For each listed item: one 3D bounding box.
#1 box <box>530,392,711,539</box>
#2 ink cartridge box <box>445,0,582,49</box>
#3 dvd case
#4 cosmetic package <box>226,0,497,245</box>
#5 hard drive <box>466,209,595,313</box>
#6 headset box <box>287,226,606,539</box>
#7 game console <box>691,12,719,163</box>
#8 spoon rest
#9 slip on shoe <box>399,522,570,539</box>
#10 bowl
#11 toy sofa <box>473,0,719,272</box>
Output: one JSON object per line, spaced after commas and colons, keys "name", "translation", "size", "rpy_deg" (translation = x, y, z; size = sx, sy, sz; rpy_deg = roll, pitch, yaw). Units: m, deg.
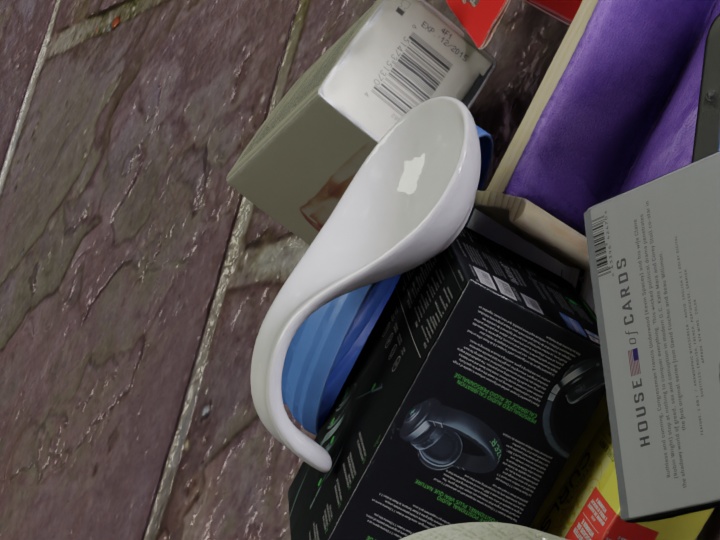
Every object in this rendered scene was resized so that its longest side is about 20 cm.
{"name": "box", "translation": [0.131, 0.118, 1.056], "size": [0.201, 0.050, 0.075], "rpy_deg": [-60, 24, 15]}
{"name": "ink cartridge box", "translation": [0.135, -0.231, 1.317], "size": [0.201, 0.067, 0.116], "rpy_deg": [-58, 27, 19]}
{"name": "dvd case", "translation": [0.169, 0.021, 0.906], "size": [0.200, 0.025, 0.152], "rpy_deg": [-25, 67, 58]}
{"name": "cosmetic package", "translation": [-0.003, -0.096, 1.386], "size": [0.104, 0.087, 0.200], "rpy_deg": [-56, 9, -21]}
{"name": "hard drive", "translation": [0.078, 0.020, 1.280], "size": [0.199, 0.026, 0.133], "rpy_deg": [-14, 58, 58]}
{"name": "headset box", "translation": [0.039, 0.092, 1.111], "size": [0.201, 0.092, 0.174], "rpy_deg": [-62, 9, 9]}
{"name": "game console", "translation": [0.204, -0.007, 0.886], "size": [0.176, 0.115, 0.202], "rpy_deg": [-83, -2, -83]}
{"name": "spoon rest", "translation": [0.000, 0.000, 1.077], "size": [0.201, 0.060, 0.099], "rpy_deg": [-64, 27, 0]}
{"name": "slip on shoe", "translation": [0.095, 0.163, 0.986], "size": [0.074, 0.198, 0.062], "rpy_deg": [-58, -31, -57]}
{"name": "bowl", "translation": [0.011, 0.000, 1.219], "size": [0.201, 0.039, 0.201], "rpy_deg": [-56, -12, -18]}
{"name": "toy sofa", "translation": [0.150, -0.098, 1.142], "size": [0.201, 0.082, 0.097], "rpy_deg": [-63, 27, -5]}
